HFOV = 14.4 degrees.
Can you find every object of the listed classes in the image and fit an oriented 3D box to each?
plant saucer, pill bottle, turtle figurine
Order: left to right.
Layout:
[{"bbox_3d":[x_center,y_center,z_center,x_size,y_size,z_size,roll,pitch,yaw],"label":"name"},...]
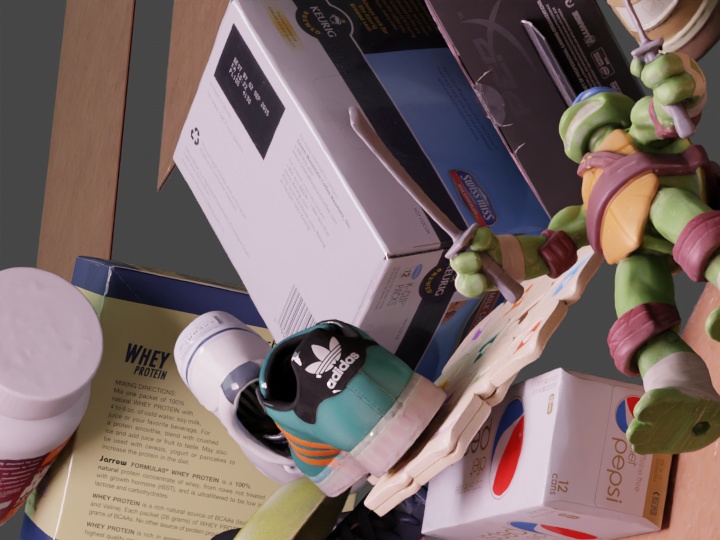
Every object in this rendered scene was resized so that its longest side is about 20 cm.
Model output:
[{"bbox_3d":[-0.235,0.084,1.814,0.200,0.109,0.110,130,150,-54],"label":"pill bottle"},{"bbox_3d":[-0.070,0.190,1.582,0.201,0.031,0.200,-57,-8,-12],"label":"plant saucer"},{"bbox_3d":[0.100,-0.027,1.249,0.200,0.143,0.194,55,-174,-47],"label":"turtle figurine"}]

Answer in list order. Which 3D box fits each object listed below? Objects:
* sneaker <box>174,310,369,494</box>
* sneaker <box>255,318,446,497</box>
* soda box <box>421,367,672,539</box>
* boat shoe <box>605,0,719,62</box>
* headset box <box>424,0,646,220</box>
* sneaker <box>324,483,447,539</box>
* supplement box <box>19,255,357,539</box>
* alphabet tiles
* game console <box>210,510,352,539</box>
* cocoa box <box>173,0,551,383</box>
[{"bbox_3d":[-0.045,0.100,1.765,0.073,0.200,0.071,-44,48,6],"label":"sneaker"},{"bbox_3d":[-0.014,0.063,1.456,0.071,0.080,0.200,-50,3,-14],"label":"sneaker"},{"bbox_3d":[0.091,0.097,1.407,0.200,0.063,0.069,148,133,-73],"label":"soda box"},{"bbox_3d":[0.130,-0.176,1.425,0.072,0.076,0.200,-50,26,14],"label":"boat shoe"},{"bbox_3d":[0.081,-0.128,1.453,0.149,0.075,0.200,59,-175,-24],"label":"headset box"},{"bbox_3d":[0.003,0.164,1.569,0.070,0.082,0.201,31,91,39],"label":"sneaker"},{"bbox_3d":[-0.106,0.108,1.909,0.134,0.199,0.201,-167,89,-74],"label":"supplement box"},{"bbox_3d":[0.073,0.038,1.424,0.200,0.015,0.196,-52,4,-34],"label":"alphabet tiles"},{"bbox_3d":[-0.018,0.189,1.678,0.201,0.175,0.117,-92,-9,-47],"label":"game console"},{"bbox_3d":[0.006,-0.046,1.592,0.200,0.131,0.134,59,142,31],"label":"cocoa box"}]
